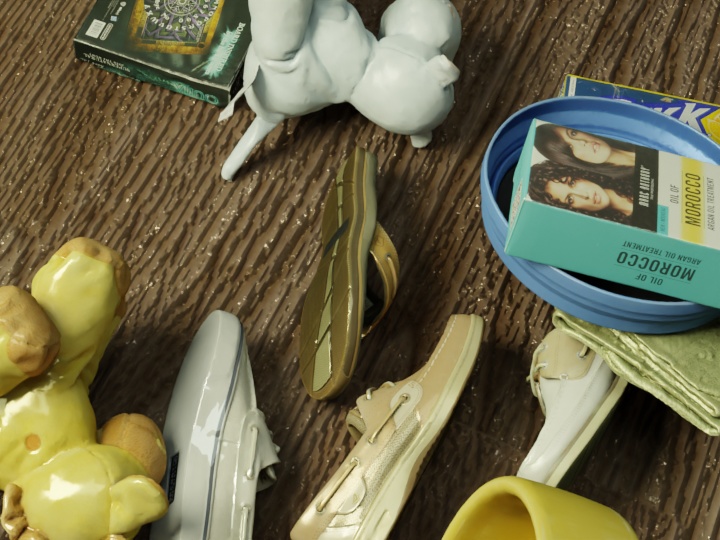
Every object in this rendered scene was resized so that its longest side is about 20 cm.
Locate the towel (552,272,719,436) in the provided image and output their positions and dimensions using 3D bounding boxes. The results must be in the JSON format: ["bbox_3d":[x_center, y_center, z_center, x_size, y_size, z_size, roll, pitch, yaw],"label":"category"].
[{"bbox_3d":[0.237,0.022,0.872,0.148,0.037,0.200,41,52,22],"label":"towel"}]

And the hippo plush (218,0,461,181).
[{"bbox_3d":[-0.001,-0.172,0.952,0.160,0.160,0.201,14,59,4],"label":"hippo plush"}]

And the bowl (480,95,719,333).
[{"bbox_3d":[0.176,-0.039,0.864,0.199,0.040,0.201,7,46,-7],"label":"bowl"}]

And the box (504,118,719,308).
[{"bbox_3d":[0.195,-0.030,0.797,0.199,0.049,0.083,14,46,0],"label":"box"}]

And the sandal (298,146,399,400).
[{"bbox_3d":[0.000,0.000,0.910,0.054,0.080,0.201,21,53,-18],"label":"sandal"}]

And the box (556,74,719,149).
[{"bbox_3d":[0.244,-0.087,0.981,0.199,0.064,0.070,12,59,1],"label":"box"}]

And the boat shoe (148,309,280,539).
[{"bbox_3d":[-0.088,0.123,0.835,0.069,0.071,0.201,21,52,-25],"label":"boat shoe"}]

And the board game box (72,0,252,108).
[{"bbox_3d":[-0.132,-0.233,1.050,0.134,0.028,0.201,19,60,5],"label":"board game box"}]

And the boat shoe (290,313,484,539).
[{"bbox_3d":[0.022,0.104,0.845,0.064,0.071,0.201,26,62,9],"label":"boat shoe"}]

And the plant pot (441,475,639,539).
[{"bbox_3d":[0.137,0.235,0.697,0.188,0.201,0.202,20,59,-12],"label":"plant pot"}]

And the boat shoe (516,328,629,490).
[{"bbox_3d":[0.149,0.075,0.877,0.068,0.075,0.200,30,51,13],"label":"boat shoe"}]

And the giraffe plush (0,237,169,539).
[{"bbox_3d":[-0.186,0.106,0.787,0.162,0.173,0.200,45,63,3],"label":"giraffe plush"}]
